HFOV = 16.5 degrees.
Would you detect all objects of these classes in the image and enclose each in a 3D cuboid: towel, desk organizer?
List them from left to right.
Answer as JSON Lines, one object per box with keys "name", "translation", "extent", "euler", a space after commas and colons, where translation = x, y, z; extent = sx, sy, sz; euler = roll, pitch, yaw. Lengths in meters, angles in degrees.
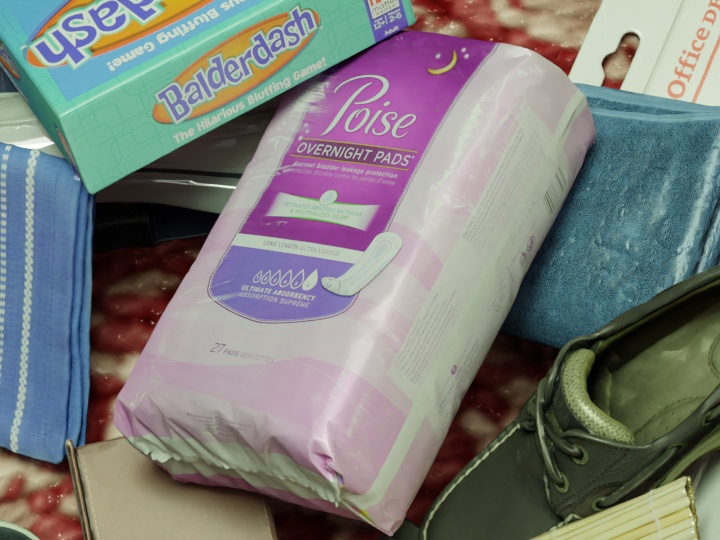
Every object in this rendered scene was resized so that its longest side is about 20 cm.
{"name": "towel", "translation": [-0.207, 0.003, 1.052], "extent": [0.198, 0.146, 0.024], "euler": [11, 29, 8]}
{"name": "desk organizer", "translation": [-0.061, 0.164, 1.005], "extent": [0.076, 0.072, 0.201], "euler": [-12, 67, -5]}
{"name": "towel", "translation": [0.073, -0.027, 1.046], "extent": [0.199, 0.048, 0.112], "euler": [15, 78, 38]}

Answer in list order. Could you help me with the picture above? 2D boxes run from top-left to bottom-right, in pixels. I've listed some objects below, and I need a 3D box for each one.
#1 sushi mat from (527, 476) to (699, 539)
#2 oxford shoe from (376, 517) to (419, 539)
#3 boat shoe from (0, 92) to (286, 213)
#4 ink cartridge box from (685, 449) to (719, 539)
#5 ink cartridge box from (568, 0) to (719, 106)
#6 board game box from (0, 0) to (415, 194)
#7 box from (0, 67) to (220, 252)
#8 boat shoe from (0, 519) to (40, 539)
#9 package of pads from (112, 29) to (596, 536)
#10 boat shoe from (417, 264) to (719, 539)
{"name": "sushi mat", "translation": [0.042, 0.152, 0.910], "extent": [0.199, 0.012, 0.096], "euler": [-25, 58, 22]}
{"name": "oxford shoe", "translation": [0.077, 0.113, 1.024], "extent": [0.200, 0.073, 0.085], "euler": [-40, 72, -1]}
{"name": "boat shoe", "translation": [-0.105, -0.068, 1.065], "extent": [0.198, 0.067, 0.074], "euler": [4, 23, -8]}
{"name": "ink cartridge box", "translation": [0.204, 0.155, 0.948], "extent": [0.199, 0.117, 0.068], "euler": [35, 101, -4]}
{"name": "ink cartridge box", "translation": [0.189, -0.076, 1.098], "extent": [0.199, 0.068, 0.117], "euler": [21, 69, 11]}
{"name": "board game box", "translation": [-0.090, -0.132, 1.040], "extent": [0.151, 0.045, 0.200], "euler": [-29, 44, -12]}
{"name": "box", "translation": [-0.167, -0.058, 1.127], "extent": [0.198, 0.032, 0.122], "euler": [-11, 66, -3]}
{"name": "boat shoe", "translation": [-0.128, 0.194, 0.983], "extent": [0.074, 0.062, 0.202], "euler": [-9, 74, -13]}
{"name": "package of pads", "translation": [0.000, 0.000, 0.980], "extent": [0.120, 0.076, 0.201], "euler": [11, 62, 37]}
{"name": "boat shoe", "translation": [0.094, 0.054, 0.941], "extent": [0.200, 0.065, 0.073], "euler": [-39, 52, 16]}
